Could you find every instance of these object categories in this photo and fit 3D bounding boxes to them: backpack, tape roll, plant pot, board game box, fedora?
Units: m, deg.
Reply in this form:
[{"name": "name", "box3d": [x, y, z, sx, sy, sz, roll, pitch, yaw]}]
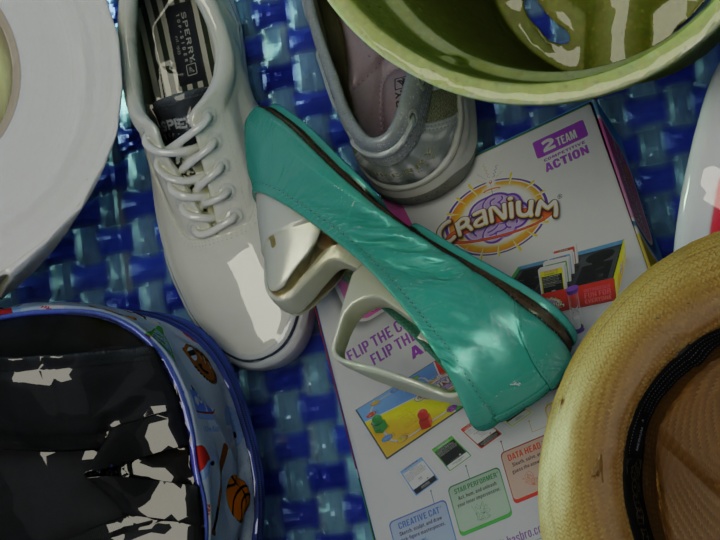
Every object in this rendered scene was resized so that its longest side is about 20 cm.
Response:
[{"name": "backpack", "box3d": [-0.137, 0.102, 0.940, 0.189, 0.154, 0.202, -11, 88, 25]}, {"name": "tape roll", "box3d": [-0.210, -0.082, 0.963, 0.200, 0.071, 0.205, 3, 79, -15]}, {"name": "plant pot", "box3d": [0.091, -0.154, 0.868, 0.198, 0.184, 0.203, -2, 85, 17]}, {"name": "board game box", "box3d": [0.066, 0.045, 0.902, 0.152, 0.040, 0.201, -23, 59, 15]}, {"name": "fedora", "box3d": [0.161, 0.083, 0.730, 0.199, 0.082, 0.203, -4, 80, 22]}]

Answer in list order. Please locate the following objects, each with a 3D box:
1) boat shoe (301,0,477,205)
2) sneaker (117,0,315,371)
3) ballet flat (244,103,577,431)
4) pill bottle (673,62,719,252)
[{"name": "boat shoe", "box3d": [0.005, -0.130, 0.943, 0.074, 0.065, 0.204, -14, 66, 17]}, {"name": "sneaker", "box3d": [-0.075, -0.051, 0.972, 0.072, 0.071, 0.202, -20, 80, 15]}, {"name": "ballet flat", "box3d": [0.000, 0.000, 0.887, 0.070, 0.067, 0.200, -46, 57, -10]}, {"name": "pill bottle", "box3d": [0.234, -0.016, 0.845, 0.198, 0.119, 0.121, 12, 90, 18]}]
